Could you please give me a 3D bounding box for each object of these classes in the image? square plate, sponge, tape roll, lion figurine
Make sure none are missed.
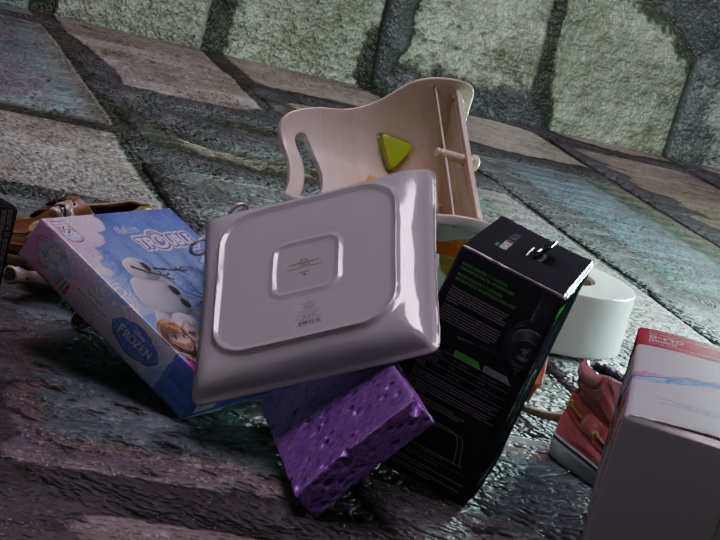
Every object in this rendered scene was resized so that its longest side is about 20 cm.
[{"bbox_3d":[-0.037,0.004,1.490,0.198,0.029,0.199,-13,43,14],"label":"square plate"},{"bbox_3d":[-0.014,0.106,1.447,0.030,0.111,0.200,49,3,-19],"label":"sponge"},{"bbox_3d":[0.198,0.031,2.108,0.201,0.071,0.203,15,13,-4],"label":"tape roll"},{"bbox_3d":[-0.235,0.011,1.711,0.200,0.073,0.122,37,13,23],"label":"lion figurine"}]

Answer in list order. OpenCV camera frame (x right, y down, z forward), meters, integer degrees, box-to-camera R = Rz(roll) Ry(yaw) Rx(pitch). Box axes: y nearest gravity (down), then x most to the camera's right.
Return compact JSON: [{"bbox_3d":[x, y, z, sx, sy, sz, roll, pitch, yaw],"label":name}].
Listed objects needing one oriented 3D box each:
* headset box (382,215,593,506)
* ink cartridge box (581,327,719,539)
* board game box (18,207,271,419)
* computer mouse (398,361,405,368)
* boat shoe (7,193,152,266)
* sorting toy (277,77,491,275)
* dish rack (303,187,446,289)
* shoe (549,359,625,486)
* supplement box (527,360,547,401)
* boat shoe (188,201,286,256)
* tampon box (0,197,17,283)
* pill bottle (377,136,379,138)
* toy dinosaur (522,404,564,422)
[{"bbox_3d":[0.101,0.061,1.534,0.092,0.201,0.174,27,13,9],"label":"headset box"},{"bbox_3d":[0.249,0.154,1.418,0.143,0.147,0.200,16,18,6],"label":"ink cartridge box"},{"bbox_3d":[-0.154,0.029,1.596,0.199,0.044,0.200,42,20,17],"label":"board game box"},{"bbox_3d":[-0.014,0.022,1.609,0.046,0.141,0.201,-8,52,-28],"label":"computer mouse"},{"bbox_3d":[-0.286,-0.043,1.841,0.199,0.069,0.072,1,21,-47],"label":"boat shoe"},{"bbox_3d":[0.015,-0.084,1.714,0.178,0.107,0.201,11,42,-15],"label":"sorting toy"},{"bbox_3d":[0.000,0.000,1.748,0.171,0.044,0.200,-30,66,-29],"label":"dish rack"},{"bbox_3d":[0.237,0.147,1.604,0.071,0.092,0.200,6,15,-35],"label":"shoe"},{"bbox_3d":[0.074,0.063,1.791,0.198,0.069,0.067,13,-19,-3],"label":"supplement box"},{"bbox_3d":[-0.101,-0.011,1.618,0.086,0.075,0.203,30,31,-13],"label":"boat shoe"},{"bbox_3d":[-0.373,-0.002,1.370,0.199,0.151,0.126,2,17,-45],"label":"tampon box"},{"bbox_3d":[0.017,-0.051,1.941,0.111,0.202,0.112,15,13,-3],"label":"pill bottle"},{"bbox_3d":[0.218,0.136,1.754,0.105,0.061,0.199,-5,-6,33],"label":"toy dinosaur"}]
